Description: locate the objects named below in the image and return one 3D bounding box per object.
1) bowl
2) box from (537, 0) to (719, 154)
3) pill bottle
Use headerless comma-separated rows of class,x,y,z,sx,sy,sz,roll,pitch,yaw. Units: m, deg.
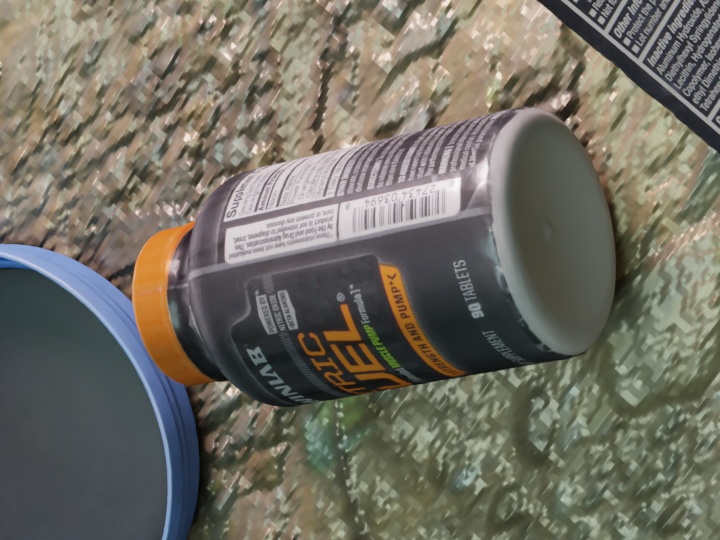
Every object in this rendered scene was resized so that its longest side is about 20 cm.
bowl,-0.164,0.084,1.334,0.200,0.039,0.202,8,107,28
box,0.142,-0.183,1.029,0.198,0.123,0.200,41,127,13
pill bottle,0.000,0.000,1.180,0.199,0.106,0.107,-12,97,32
